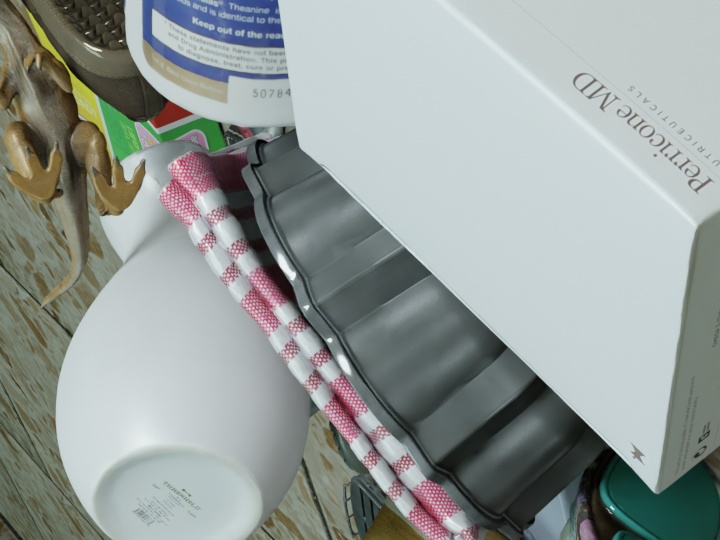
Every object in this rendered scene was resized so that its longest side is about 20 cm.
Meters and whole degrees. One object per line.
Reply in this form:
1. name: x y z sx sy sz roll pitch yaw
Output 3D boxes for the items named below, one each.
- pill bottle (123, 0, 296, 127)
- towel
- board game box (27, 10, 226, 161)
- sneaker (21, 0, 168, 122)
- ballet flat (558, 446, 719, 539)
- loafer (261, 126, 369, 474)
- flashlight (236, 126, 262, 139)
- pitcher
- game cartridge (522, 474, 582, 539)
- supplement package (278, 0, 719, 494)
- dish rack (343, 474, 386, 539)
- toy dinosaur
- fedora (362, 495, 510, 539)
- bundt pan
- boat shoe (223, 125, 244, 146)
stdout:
1. pill bottle: -0.032 -0.160 0.675 0.111 0.111 0.200 44 146 31
2. towel: -0.002 0.027 0.785 0.200 0.030 0.146 52 -167 0
3. board game box: -0.152 -0.136 1.144 0.153 0.040 0.200 37 154 43
4. sneaker: -0.149 -0.151 0.873 0.200 0.070 0.076 59 165 25
5. ballet flat: 0.105 0.129 0.755 0.069 0.071 0.200 37 -160 0
6. loafer: 0.000 0.000 0.910 0.075 0.069 0.201 -94 -12 -71
7. flashlight: -0.073 -0.096 0.981 0.200 0.068 0.068 52 180 8
8. pitcher: -0.069 0.055 0.926 0.171 0.121 0.200 41 -151 -31
9. game cartridge: 0.057 0.071 0.992 0.200 0.041 0.133 39 160 40
10. supplement package: 0.074 -0.058 0.613 0.200 0.111 0.156 44 159 28
11. dish rack: 0.045 0.237 1.274 0.200 0.054 0.154 45 158 28
12. toy dinosaur: -0.138 -0.051 0.854 0.106 0.060 0.201 -128 23 -57
13. fedora: 0.058 0.181 1.028 0.200 0.082 0.201 41 175 4
14. bundt pan: 0.041 0.008 0.770 0.202 0.076 0.202 51 -167 -17
15. boat shoe: -0.041 0.001 1.062 0.072 0.066 0.201 35 152 49
